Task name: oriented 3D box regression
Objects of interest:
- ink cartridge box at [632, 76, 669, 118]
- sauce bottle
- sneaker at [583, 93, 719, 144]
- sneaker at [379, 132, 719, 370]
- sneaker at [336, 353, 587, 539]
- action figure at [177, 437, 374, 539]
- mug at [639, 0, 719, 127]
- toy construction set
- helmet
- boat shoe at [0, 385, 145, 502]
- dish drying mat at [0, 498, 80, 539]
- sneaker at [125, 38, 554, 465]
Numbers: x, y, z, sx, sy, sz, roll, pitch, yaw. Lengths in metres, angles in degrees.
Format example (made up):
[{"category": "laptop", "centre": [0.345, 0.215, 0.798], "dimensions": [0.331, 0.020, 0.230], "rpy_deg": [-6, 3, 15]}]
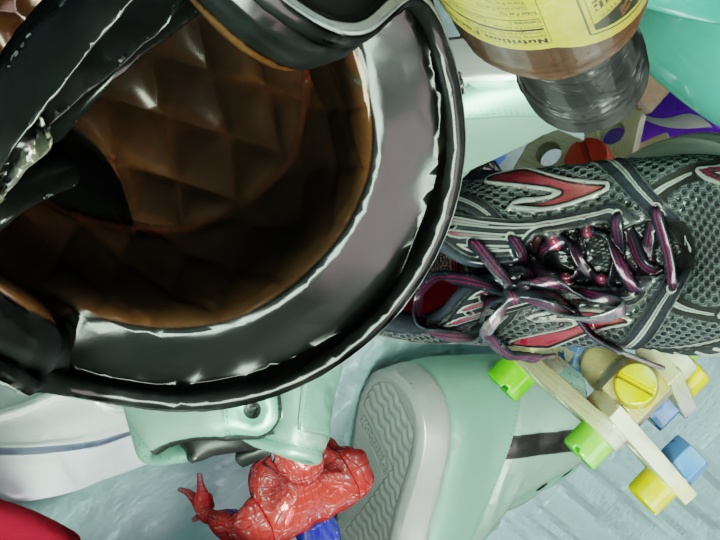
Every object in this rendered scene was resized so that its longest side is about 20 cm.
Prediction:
[{"category": "ink cartridge box", "centre": [0.098, -0.167, 0.962], "dimensions": [0.165, 0.075, 0.200], "rpy_deg": [-47, 148, 6]}, {"category": "sauce bottle", "centre": [0.048, -0.094, 0.754], "dimensions": [0.065, 0.065, 0.200], "rpy_deg": [-43, 158, -2]}, {"category": "sneaker", "centre": [0.171, -0.104, 1.122], "dimensions": [0.200, 0.070, 0.100], "rpy_deg": [-28, 143, -38]}, {"category": "sneaker", "centre": [0.072, 0.000, 0.958], "dimensions": [0.075, 0.200, 0.081], "rpy_deg": [-15, 96, -51]}, {"category": "sneaker", "centre": [0.045, 0.122, 1.220], "dimensions": [0.118, 0.074, 0.201], "rpy_deg": [-9, 131, -33]}, {"category": "action figure", "centre": [-0.032, 0.093, 1.078], "dimensions": [0.065, 0.052, 0.200], "rpy_deg": [-24, 170, -13]}, {"category": "mug", "centre": [0.141, -0.109, 0.899], "dimensions": [0.185, 0.114, 0.152], "rpy_deg": [-35, 146, -14]}, {"category": "toy construction set", "centre": [0.081, 0.007, 1.083], "dimensions": [0.092, 0.131, 0.200], "rpy_deg": [-36, 146, -14]}, {"category": "helmet", "centre": [-0.071, -0.058, 0.767], "dimensions": [0.200, 0.200, 0.191], "rpy_deg": [-51, 160, 10]}, {"category": "boat shoe", "centre": [-0.099, 0.038, 0.993], "dimensions": [0.200, 0.073, 0.065], "rpy_deg": [-14, 106, -47]}, {"category": "dish drying mat", "centre": [-0.148, 0.094, 0.936], "dimensions": [0.077, 0.018, 0.200], "rpy_deg": [-8, 170, 1]}, {"category": "sneaker", "centre": [0.000, 0.000, 0.914], "dimensions": [0.200, 0.118, 0.074], "rpy_deg": [-22, 163, 22]}]
